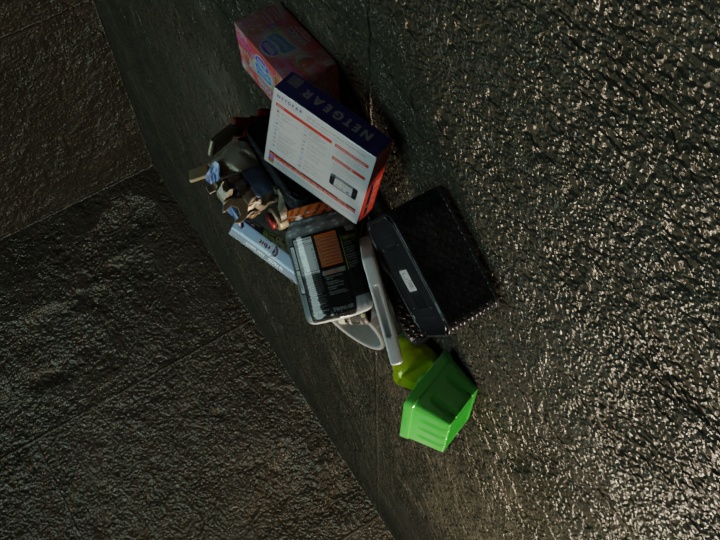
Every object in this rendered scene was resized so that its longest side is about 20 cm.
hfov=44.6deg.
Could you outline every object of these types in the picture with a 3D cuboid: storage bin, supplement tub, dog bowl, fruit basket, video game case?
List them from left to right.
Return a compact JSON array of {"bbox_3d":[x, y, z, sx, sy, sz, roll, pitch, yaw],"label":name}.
[{"bbox_3d":[-0.108,-0.200,1.626,0.200,0.135,0.094,54,164,24],"label":"storage bin"},{"bbox_3d":[-0.058,-0.017,1.518,0.123,0.122,0.201,174,82,-74],"label":"supplement tub"},{"bbox_3d":[-0.008,0.079,1.729,0.200,0.059,0.200,35,161,14],"label":"dog bowl"},{"bbox_3d":[0.032,0.045,1.474,0.200,0.024,0.183,-95,-10,-79],"label":"video game case"},{"bbox_3d":[0.115,0.220,1.665,0.215,0.156,0.216,35,156,18],"label":"fruit basket"},{"bbox_3d":[0.106,-0.009,1.330,0.200,0.094,0.135,63,165,-2],"label":"storage bin"}]

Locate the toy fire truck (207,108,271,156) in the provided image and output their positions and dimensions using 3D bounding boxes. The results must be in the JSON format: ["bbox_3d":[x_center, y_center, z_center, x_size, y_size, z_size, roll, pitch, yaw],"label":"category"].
[{"bbox_3d":[-0.225,-0.231,1.763,0.129,0.199,0.177,40,128,56],"label":"toy fire truck"}]

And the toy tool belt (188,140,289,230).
[{"bbox_3d":[-0.225,-0.135,1.625,0.200,0.123,0.125,55,165,20],"label":"toy tool belt"}]

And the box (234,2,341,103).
[{"bbox_3d":[-0.124,-0.350,1.492,0.200,0.094,0.103,52,161,31],"label":"box"}]

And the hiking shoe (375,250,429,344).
[{"bbox_3d":[0.079,0.035,1.591,0.101,0.075,0.201,-156,48,-79],"label":"hiking shoe"}]

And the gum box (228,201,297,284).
[{"bbox_3d":[-0.141,-0.061,1.742,0.170,0.045,0.200,37,-156,9],"label":"gum box"}]

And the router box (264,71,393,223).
[{"bbox_3d":[-0.056,-0.192,1.404,0.200,0.049,0.180,36,148,10],"label":"router box"}]

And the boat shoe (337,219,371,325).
[{"bbox_3d":[0.000,0.000,1.616,0.072,0.060,0.202,26,-111,-72],"label":"boat shoe"}]

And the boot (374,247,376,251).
[{"bbox_3d":[0.030,0.029,1.748,0.200,0.070,0.146,23,148,58],"label":"boot"}]
